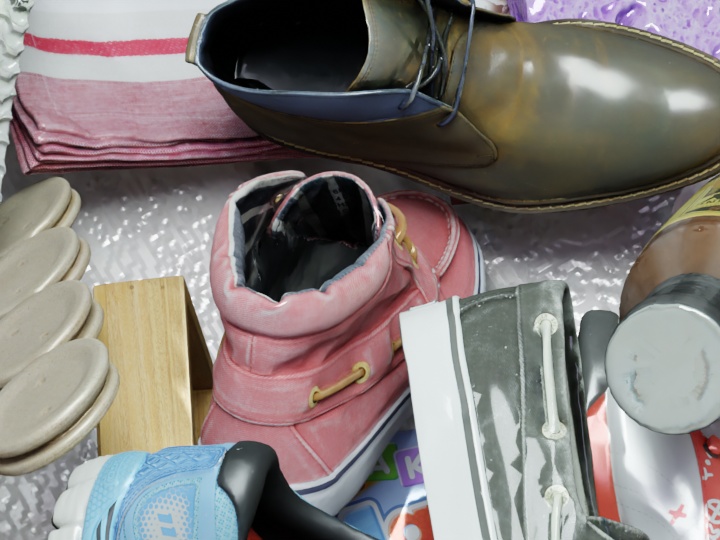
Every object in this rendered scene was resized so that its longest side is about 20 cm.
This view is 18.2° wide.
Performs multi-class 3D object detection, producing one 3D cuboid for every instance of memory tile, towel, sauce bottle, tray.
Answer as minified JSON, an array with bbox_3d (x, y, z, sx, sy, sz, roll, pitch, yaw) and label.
[{"bbox_3d":[-0.152,0.044,0.774,0.153,0.017,0.200,-35,25,4],"label":"memory tile"},{"bbox_3d":[-0.091,-0.129,0.903,0.143,0.023,0.201,-5,61,-29],"label":"towel"},{"bbox_3d":[0.122,0.009,0.744,0.064,0.200,0.065,4,104,16],"label":"sauce bottle"},{"bbox_3d":[-0.066,0.114,0.780,0.037,0.099,0.201,-5,66,1],"label":"tray"}]

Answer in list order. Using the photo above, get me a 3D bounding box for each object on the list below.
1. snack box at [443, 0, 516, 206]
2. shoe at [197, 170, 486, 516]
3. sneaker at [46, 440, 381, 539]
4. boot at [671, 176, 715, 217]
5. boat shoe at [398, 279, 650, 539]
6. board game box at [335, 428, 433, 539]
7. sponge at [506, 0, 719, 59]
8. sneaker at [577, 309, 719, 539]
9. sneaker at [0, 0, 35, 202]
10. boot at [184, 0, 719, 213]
[{"bbox_3d":[0.060,-0.124,0.925,0.072,0.024,0.201,-6,66,0],"label":"snack box"},{"bbox_3d":[0.000,0.000,0.787,0.071,0.091,0.200,14,32,15],"label":"shoe"},{"bbox_3d":[-0.008,0.130,0.693,0.090,0.200,0.079,-23,28,33],"label":"sneaker"},{"bbox_3d":[0.225,-0.014,0.855,0.199,0.090,0.073,1,90,29],"label":"boot"},{"bbox_3d":[0.061,0.099,0.703,0.063,0.071,0.201,-14,73,8],"label":"boat shoe"},{"bbox_3d":[0.038,0.153,0.796,0.150,0.037,0.201,-9,65,-3],"label":"board game box"},{"bbox_3d":[0.161,-0.099,0.894,0.199,0.030,0.112,-8,67,-12],"label":"sponge"},{"bbox_3d":[0.136,0.104,0.754,0.107,0.067,0.202,-10,71,7],"label":"sneaker"},{"bbox_3d":[-0.169,-0.058,0.823,0.069,0.099,0.201,20,81,-24],"label":"sneaker"},{"bbox_3d":[0.035,-0.062,0.793,0.199,0.097,0.075,5,88,17],"label":"boot"}]
